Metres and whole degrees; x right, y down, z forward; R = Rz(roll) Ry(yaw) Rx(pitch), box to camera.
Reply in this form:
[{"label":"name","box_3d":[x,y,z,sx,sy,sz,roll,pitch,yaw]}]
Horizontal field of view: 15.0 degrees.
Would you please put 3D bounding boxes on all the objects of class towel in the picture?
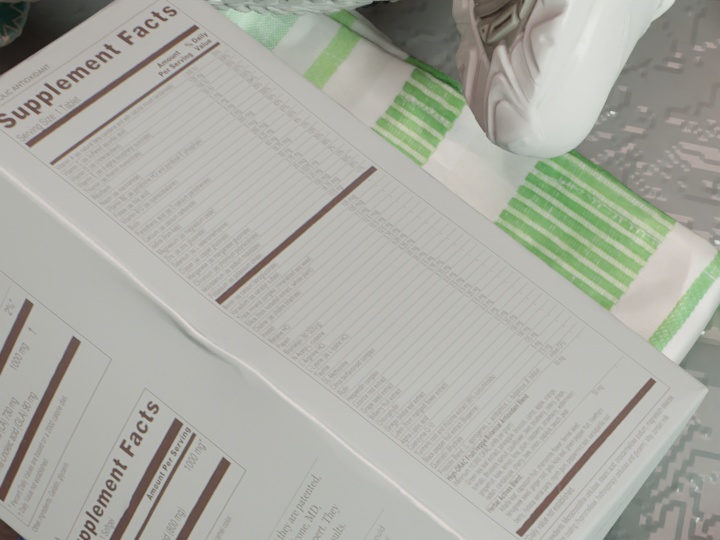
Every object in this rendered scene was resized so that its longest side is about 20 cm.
[{"label":"towel","box_3d":[0.000,0.000,0.862,0.200,0.023,0.153,34,74,10]}]

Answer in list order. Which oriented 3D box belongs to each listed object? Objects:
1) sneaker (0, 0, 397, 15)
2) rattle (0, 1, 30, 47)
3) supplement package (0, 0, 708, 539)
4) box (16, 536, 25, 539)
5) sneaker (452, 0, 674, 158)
[{"label":"sneaker","box_3d":[-0.049,-0.146,0.827,0.199,0.079,0.130,0,91,-17]},{"label":"rattle","box_3d":[-0.200,-0.031,0.848,0.130,0.143,0.200,25,67,-37]},{"label":"supplement package","box_3d":[-0.027,0.031,0.758,0.200,0.110,0.114,38,41,10]},{"label":"box","box_3d":[-0.042,0.149,0.797,0.122,0.048,0.200,-41,77,-15]},{"label":"sneaker","box_3d":[0.098,-0.114,0.828,0.099,0.078,0.200,30,70,-23]}]
